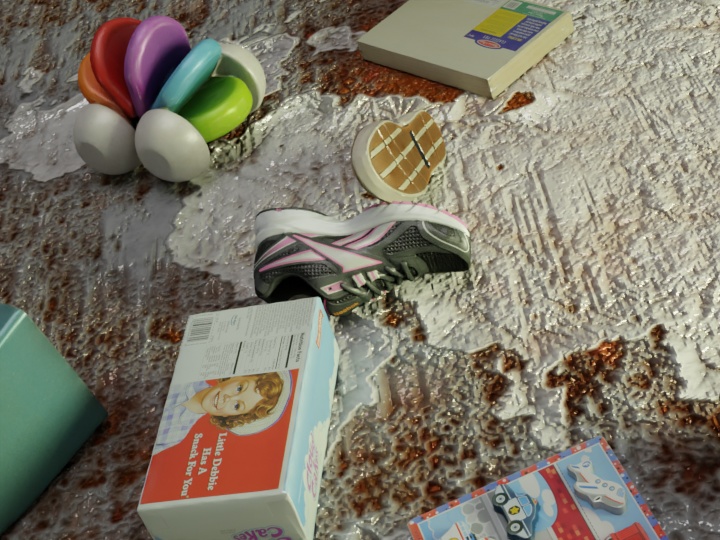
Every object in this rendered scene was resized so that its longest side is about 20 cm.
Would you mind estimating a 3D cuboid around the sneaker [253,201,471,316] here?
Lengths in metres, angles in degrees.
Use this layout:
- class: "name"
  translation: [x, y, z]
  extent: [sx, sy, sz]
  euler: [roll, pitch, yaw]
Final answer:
- class: "sneaker"
  translation: [0.000, 0.000, 1.068]
  extent: [0.199, 0.080, 0.087]
  euler: [-3, 62, 23]

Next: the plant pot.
- class: "plant pot"
  translation: [-0.333, 0.138, 0.996]
  extent: [0.141, 0.142, 0.200]
  euler: [11, 55, 34]

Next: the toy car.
- class: "toy car"
  translation: [-0.209, -0.195, 1.318]
  extent: [0.199, 0.150, 0.175]
  euler: [9, 46, 33]

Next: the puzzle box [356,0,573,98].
- class: "puzzle box"
  translation: [0.108, -0.247, 1.337]
  extent: [0.133, 0.025, 0.200]
  euler: [-40, 42, -23]

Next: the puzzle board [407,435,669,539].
- class: "puzzle board"
  translation: [0.127, 0.199, 0.802]
  extent: [0.150, 0.017, 0.200]
  euler: [-23, 38, -3]

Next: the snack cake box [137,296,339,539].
- class: "snack cake box"
  translation: [-0.086, 0.116, 0.958]
  extent: [0.114, 0.067, 0.201]
  euler: [-7, 40, 14]

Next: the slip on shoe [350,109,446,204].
- class: "slip on shoe"
  translation: [0.022, -0.098, 1.122]
  extent: [0.060, 0.076, 0.200]
  euler: [-23, 11, 22]
